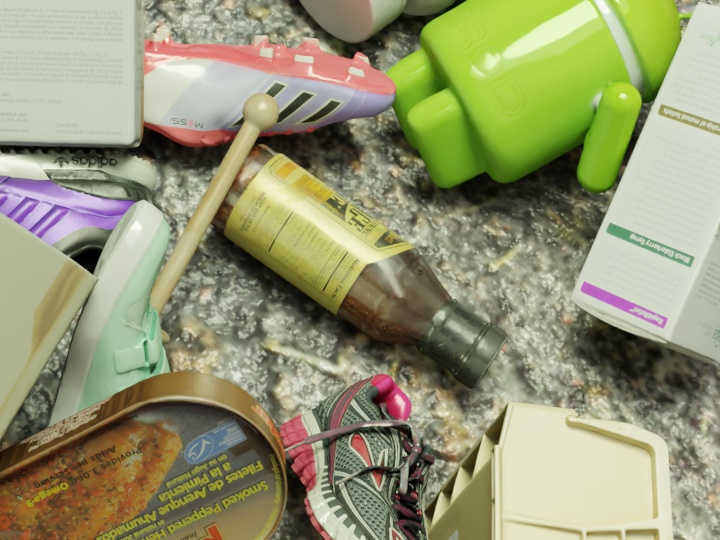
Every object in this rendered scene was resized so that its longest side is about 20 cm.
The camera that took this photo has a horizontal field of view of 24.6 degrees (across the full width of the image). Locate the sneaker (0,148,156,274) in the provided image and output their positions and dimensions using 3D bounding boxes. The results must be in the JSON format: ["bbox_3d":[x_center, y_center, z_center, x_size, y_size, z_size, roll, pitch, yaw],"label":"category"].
[{"bbox_3d":[-0.218,-0.016,0.984,0.198,0.070,0.101,-3,72,-10],"label":"sneaker"}]

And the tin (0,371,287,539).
[{"bbox_3d":[-0.132,0.129,0.890,0.199,0.042,0.113,-26,109,11],"label":"tin"}]

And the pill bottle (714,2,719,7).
[{"bbox_3d":[0.292,-0.081,1.088,0.111,0.112,0.202,-4,66,-13],"label":"pill bottle"}]

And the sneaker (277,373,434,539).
[{"bbox_3d":[0.011,0.120,0.900,0.074,0.081,0.200,-35,31,2],"label":"sneaker"}]

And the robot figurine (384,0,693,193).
[{"bbox_3d":[0.118,-0.135,1.060,0.199,0.116,0.176,-30,46,0],"label":"robot figurine"}]

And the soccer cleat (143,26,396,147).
[{"bbox_3d":[-0.077,-0.109,1.044,0.198,0.077,0.067,7,19,1],"label":"soccer cleat"}]

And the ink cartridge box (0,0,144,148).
[{"bbox_3d":[-0.209,-0.175,0.970,0.160,0.050,0.202,2,95,-1],"label":"ink cartridge box"}]

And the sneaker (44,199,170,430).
[{"bbox_3d":[-0.107,0.062,0.920,0.117,0.202,0.074,16,24,-6],"label":"sneaker"}]

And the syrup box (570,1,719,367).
[{"bbox_3d":[0.214,-0.051,1.017,0.081,0.078,0.202,26,94,40],"label":"syrup box"}]

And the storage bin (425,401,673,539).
[{"bbox_3d":[0.088,0.198,0.867,0.093,0.200,0.201,7,64,-9],"label":"storage bin"}]

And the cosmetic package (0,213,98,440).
[{"bbox_3d":[-0.226,0.068,0.859,0.071,0.105,0.201,34,80,-20],"label":"cosmetic package"}]

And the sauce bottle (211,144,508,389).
[{"bbox_3d":[0.000,0.000,1.023,0.199,0.066,0.066,35,64,4],"label":"sauce bottle"}]

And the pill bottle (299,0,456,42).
[{"bbox_3d":[0.048,-0.244,1.114,0.200,0.120,0.120,-40,77,-24],"label":"pill bottle"}]

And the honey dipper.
[{"bbox_3d":[-0.101,-0.016,0.985,0.038,0.038,0.201,29,85,4],"label":"honey dipper"}]
